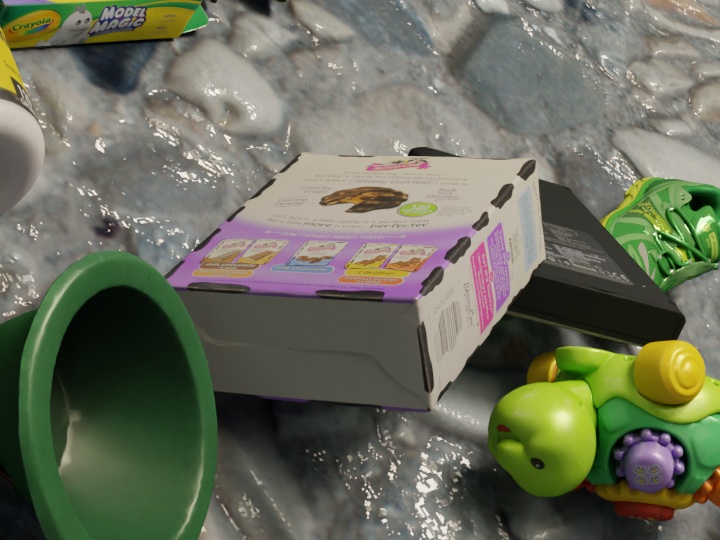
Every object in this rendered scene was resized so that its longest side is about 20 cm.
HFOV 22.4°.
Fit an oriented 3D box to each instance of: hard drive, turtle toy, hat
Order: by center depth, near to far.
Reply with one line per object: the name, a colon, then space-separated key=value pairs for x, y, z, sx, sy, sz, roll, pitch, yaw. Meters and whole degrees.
hat: x=-0.193 y=0.073 z=0.949 sx=0.166 sy=0.174 sz=0.202 roll=-46 pitch=125 yaw=-56
turtle toy: x=0.167 y=0.102 z=1.150 sx=0.198 sy=0.145 sz=0.102 roll=15 pitch=77 yaw=-31
hard drive: x=0.121 y=-0.019 z=1.245 sx=0.138 sy=0.033 sz=0.200 roll=14 pitch=23 yaw=-25

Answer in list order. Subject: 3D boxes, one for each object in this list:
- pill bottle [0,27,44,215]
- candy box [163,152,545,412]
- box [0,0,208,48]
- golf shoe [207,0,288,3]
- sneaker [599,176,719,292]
pill bottle: x=-0.255 y=-0.126 z=1.012 sx=0.111 sy=0.112 sz=0.201 roll=1 pitch=53 yaw=-41
candy box: x=0.000 y=0.000 z=1.074 sx=0.200 sy=0.166 sz=0.072 roll=-46 pitch=133 yaw=-54
box: x=-0.191 y=-0.207 z=1.211 sx=0.199 sy=0.048 sz=0.118 roll=-12 pitch=62 yaw=-49
golf shoe: x=-0.066 y=-0.242 z=1.356 sx=0.199 sy=0.078 sz=0.098 roll=-17 pitch=82 yaw=-43
sneaker: x=0.226 y=-0.021 z=1.358 sx=0.200 sy=0.083 sz=0.075 roll=-54 pitch=130 yaw=-53
